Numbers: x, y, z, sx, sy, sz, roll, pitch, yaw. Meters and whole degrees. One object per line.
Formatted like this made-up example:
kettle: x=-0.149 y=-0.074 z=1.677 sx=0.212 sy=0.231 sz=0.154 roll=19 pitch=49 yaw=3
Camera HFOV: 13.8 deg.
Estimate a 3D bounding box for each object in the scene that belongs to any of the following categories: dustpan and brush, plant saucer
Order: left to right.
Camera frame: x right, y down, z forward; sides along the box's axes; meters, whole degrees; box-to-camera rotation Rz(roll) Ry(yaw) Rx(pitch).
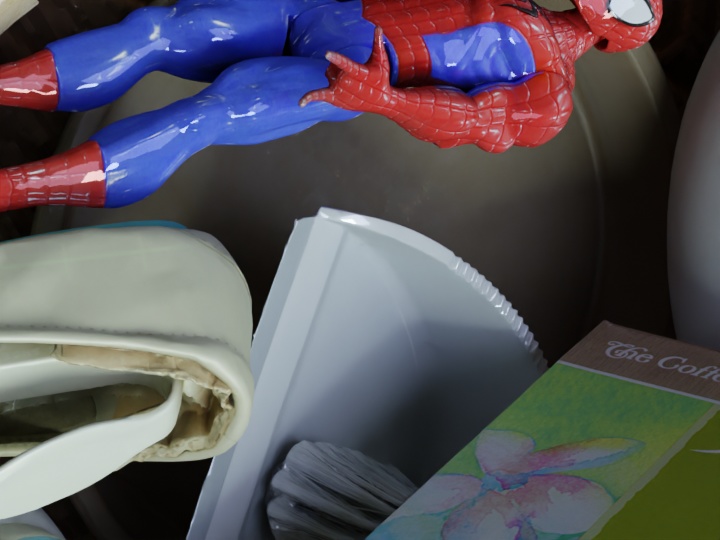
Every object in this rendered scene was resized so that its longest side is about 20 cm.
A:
plant saucer: x=0.000 y=0.000 z=0.783 sx=0.199 sy=0.029 sz=0.201 roll=-8 pitch=106 yaw=-28
dustpan and brush: x=0.030 y=0.076 z=0.763 sx=0.200 sy=0.057 sz=0.140 roll=29 pitch=78 yaw=-62

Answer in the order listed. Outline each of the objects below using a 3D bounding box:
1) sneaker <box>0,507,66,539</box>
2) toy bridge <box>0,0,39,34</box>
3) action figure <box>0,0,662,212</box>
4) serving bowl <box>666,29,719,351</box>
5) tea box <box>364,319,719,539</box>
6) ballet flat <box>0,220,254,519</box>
sneaker: x=-0.091 y=0.123 z=0.736 sx=0.076 sy=0.081 sz=0.201 roll=-23 pitch=132 yaw=-25
toy bridge: x=-0.150 y=-0.012 z=0.693 sx=0.200 sy=0.027 sz=0.067 roll=-39 pitch=118 yaw=-17
action figure: x=-0.013 y=-0.051 z=0.709 sx=0.199 sy=0.066 sz=0.052 roll=-9 pitch=133 yaw=-28
serving bowl: x=0.148 y=-0.004 z=0.830 sx=0.199 sy=0.066 sz=0.201 roll=5 pitch=83 yaw=-44
tea box: x=0.069 y=0.152 z=0.692 sx=0.197 sy=0.133 sz=0.201 roll=-41 pitch=134 yaw=-44
ballet flat: x=-0.116 y=0.028 z=0.647 sx=0.199 sy=0.069 sz=0.070 roll=-7 pitch=106 yaw=-17
